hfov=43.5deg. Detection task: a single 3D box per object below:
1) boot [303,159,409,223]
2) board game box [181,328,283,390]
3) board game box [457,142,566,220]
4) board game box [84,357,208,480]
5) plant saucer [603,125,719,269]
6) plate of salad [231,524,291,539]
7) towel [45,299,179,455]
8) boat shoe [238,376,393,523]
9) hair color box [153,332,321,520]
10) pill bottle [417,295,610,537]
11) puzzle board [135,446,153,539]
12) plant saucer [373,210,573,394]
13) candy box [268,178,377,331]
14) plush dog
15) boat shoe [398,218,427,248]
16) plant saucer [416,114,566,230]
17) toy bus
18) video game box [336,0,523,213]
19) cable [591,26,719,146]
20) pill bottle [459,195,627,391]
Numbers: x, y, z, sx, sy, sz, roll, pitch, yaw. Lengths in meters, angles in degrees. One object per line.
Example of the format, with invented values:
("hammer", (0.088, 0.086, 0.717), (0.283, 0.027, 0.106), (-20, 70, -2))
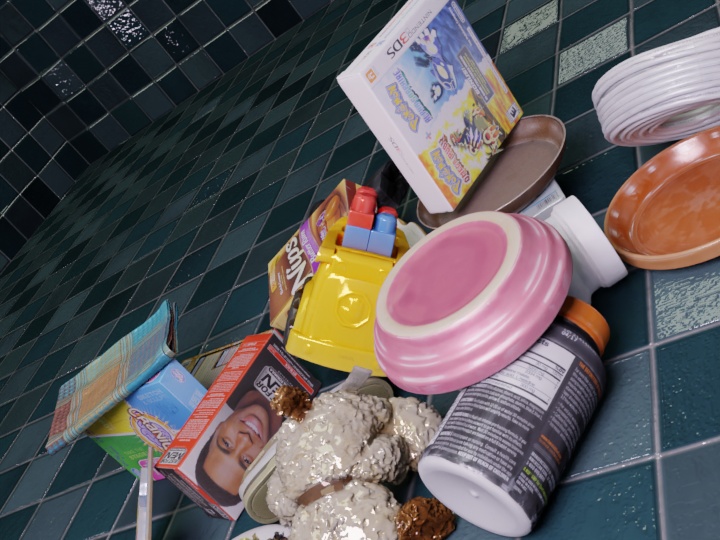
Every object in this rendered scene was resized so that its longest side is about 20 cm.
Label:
("boot", (-0.008, -0.097, 1.329), (0.200, 0.066, 0.165), (-47, 27, 37))
("board game box", (-0.201, 0.169, 1.240), (0.200, 0.046, 0.152), (-20, 31, 37))
("board game box", (0.173, -0.068, 1.086), (0.147, 0.064, 0.200), (-32, 27, 15))
("board game box", (-0.258, 0.196, 1.147), (0.200, 0.153, 0.040), (-22, 31, 36))
("plant saucer", (0.338, -0.072, 0.891), (0.200, 0.032, 0.200), (-32, 25, 17))
("plate of salad", (-0.134, 0.326, 0.872), (0.200, 0.048, 0.200), (-33, 24, 17))
("towel", (-0.307, 0.128, 1.123), (0.200, 0.022, 0.147), (-38, 25, 6))
("boat shoe", (-0.054, 0.179, 0.976), (0.200, 0.075, 0.068), (-41, 25, -6))
("hair color box", (-0.140, 0.181, 1.065), (0.061, 0.102, 0.200), (-10, 39, 48))
("pill bottle", (0.141, 0.114, 0.767), (0.106, 0.106, 0.200), (-5, 41, 52))
("puzzle board", (-0.234, 0.306, 0.965), (0.017, 0.151, 0.200), (3, 21, -14))
("plant saucer", (0.089, 0.017, 0.804), (0.200, 0.051, 0.201), (-30, 30, 20))
("candy box", (-0.052, -0.014, 1.225), (0.200, 0.056, 0.117), (-46, 36, 36))
("plush dog", (-0.015, 0.201, 0.809), (0.200, 0.160, 0.172), (-28, 49, 12))
("boat shoe", (0.057, -0.020, 1.168), (0.069, 0.071, 0.200), (-43, 15, -5))
("plant saucer", (0.158, -0.108, 1.062), (0.200, 0.032, 0.200), (-32, 25, 17))
("toy bus", (0.000, 0.000, 1.007), (0.200, 0.135, 0.193), (-76, -3, -75))
("video game box", (0.087, -0.199, 1.039), (0.047, 0.200, 0.182), (1, 46, 52))
("cable", (0.341, -0.183, 0.921), (0.199, 0.069, 0.200), (-12, -8, 11))
("pill bottle", (0.154, 0.022, 0.893), (0.200, 0.116, 0.116), (-35, 24, 9))
